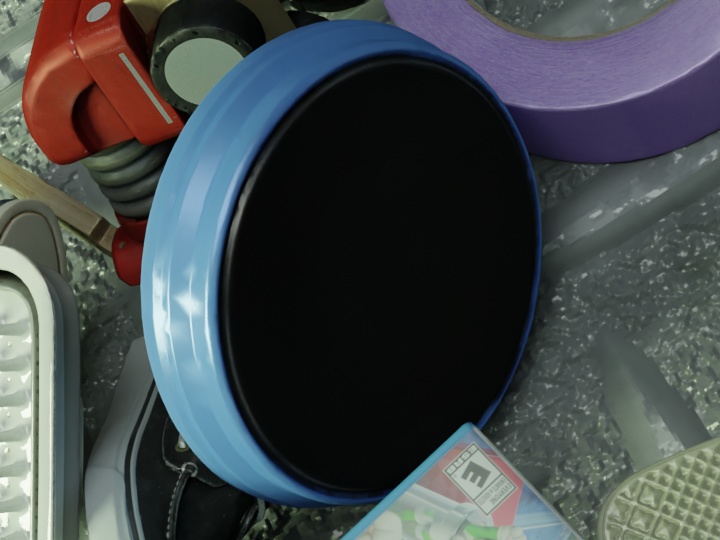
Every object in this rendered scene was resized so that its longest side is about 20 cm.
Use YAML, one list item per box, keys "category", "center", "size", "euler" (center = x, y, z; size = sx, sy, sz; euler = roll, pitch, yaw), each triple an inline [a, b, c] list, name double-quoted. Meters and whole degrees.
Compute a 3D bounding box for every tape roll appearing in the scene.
- category: "tape roll"
  center: [0.107, -0.152, 1.061]
  size: [0.199, 0.066, 0.202]
  euler: [-7, 68, 19]

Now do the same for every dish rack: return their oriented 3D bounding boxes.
- category: "dish rack"
  center: [-0.188, 0.070, 1.009]
  size: [0.199, 0.043, 0.173]
  euler: [5, 95, 38]

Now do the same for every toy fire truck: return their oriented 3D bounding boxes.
- category: "toy fire truck"
  center: [-0.100, -0.058, 1.056]
  size: [0.199, 0.176, 0.129]
  euler: [-20, 38, 20]

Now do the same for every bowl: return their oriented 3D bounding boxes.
- category: "bowl"
  center: [0.000, 0.000, 0.973]
  size: [0.039, 0.200, 0.202]
  euler: [12, 75, 45]

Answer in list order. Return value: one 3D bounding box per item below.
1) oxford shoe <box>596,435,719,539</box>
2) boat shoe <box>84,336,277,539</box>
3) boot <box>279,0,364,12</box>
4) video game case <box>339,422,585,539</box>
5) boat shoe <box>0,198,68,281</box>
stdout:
- category: "oxford shoe"
  center: [0.188, 0.085, 0.954]
  size: [0.199, 0.058, 0.076]
  euler: [-19, 67, -2]
- category: "boat shoe"
  center: [-0.068, 0.083, 1.002]
  size: [0.070, 0.072, 0.201]
  euler: [-15, 35, 11]
- category: "boot"
  center: [-0.078, -0.214, 1.159]
  size: [0.164, 0.066, 0.201]
  euler: [-9, 73, 20]
- category: "video game case"
  center: [0.058, 0.177, 0.905]
  size: [0.143, 0.018, 0.200]
  euler: [-42, 76, -10]
- category: "boat shoe"
  center: [-0.181, 0.062, 1.079]
  size: [0.062, 0.075, 0.202]
  euler: [17, 102, 40]
